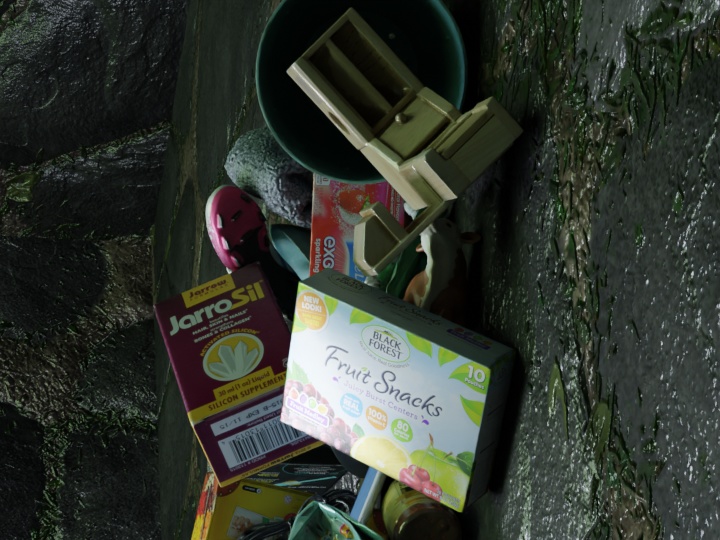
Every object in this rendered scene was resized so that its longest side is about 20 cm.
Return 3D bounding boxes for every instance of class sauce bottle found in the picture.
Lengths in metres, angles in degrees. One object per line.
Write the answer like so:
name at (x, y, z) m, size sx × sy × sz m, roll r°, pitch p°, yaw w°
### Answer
sauce bottle at (0.049, 0.223, 1.572) m, size 0.200 × 0.065 × 0.067 m, roll -132°, pitch 46°, yaw -78°

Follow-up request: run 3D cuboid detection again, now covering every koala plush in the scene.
koala plush at (-0.033, -0.153, 1.853) m, size 0.201 × 0.183 × 0.177 m, roll -59°, pitch 35°, yaw 9°

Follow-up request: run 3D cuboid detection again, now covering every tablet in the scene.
tablet at (0.022, 0.186, 1.649) m, size 0.130 × 0.014 × 0.202 m, roll 115°, pitch 178°, yaw -62°

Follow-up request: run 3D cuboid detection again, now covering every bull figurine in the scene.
bull figurine at (0.060, 0.051, 1.535) m, size 0.122 × 0.064 × 0.202 m, roll -51°, pitch -29°, yaw -50°

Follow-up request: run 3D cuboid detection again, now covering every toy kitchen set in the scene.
toy kitchen set at (0.006, -0.116, 1.447) m, size 0.163 × 0.181 × 0.200 m, roll -44°, pitch 6°, yaw -7°

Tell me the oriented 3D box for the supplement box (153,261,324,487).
supplement box at (-0.124, 0.105, 1.757) m, size 0.201 × 0.130 × 0.104 m, roll -118°, pitch 6°, yaw -50°

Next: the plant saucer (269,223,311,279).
plant saucer at (-0.032, 0.024, 1.878) m, size 0.201 × 0.036 × 0.200 m, roll 53°, pitch 169°, yaw 14°

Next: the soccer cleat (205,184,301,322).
soccer cleat at (-0.129, -0.017, 1.860) m, size 0.086 × 0.070 × 0.201 m, roll 19°, pitch 149°, yaw 46°

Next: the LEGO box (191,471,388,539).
LEGO box at (-0.079, 0.307, 1.776) m, size 0.077 × 0.198 × 0.151 m, roll 158°, pitch 126°, yaw -75°

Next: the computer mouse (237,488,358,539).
computer mouse at (-0.030, 0.334, 1.703) m, size 0.053 × 0.137 × 0.202 m, roll 63°, pitch -178°, yaw -72°

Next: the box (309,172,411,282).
box at (0.000, 0.000, 1.725) m, size 0.095 × 0.098 × 0.203 m, roll 17°, pitch -104°, yaw -84°

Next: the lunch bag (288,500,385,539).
lunch bag at (0.005, 0.321, 1.492) m, size 0.171 × 0.121 × 0.201 m, roll 56°, pitch -167°, yaw -38°

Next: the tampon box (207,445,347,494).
tampon box at (-0.103, 0.198, 2.064) m, size 0.200 × 0.148 × 0.128 m, roll 126°, pitch 145°, yaw -67°

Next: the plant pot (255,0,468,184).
plant pot at (0.001, -0.192, 1.633) m, size 0.161 × 0.198 × 0.203 m, roll -93°, pitch 8°, yaw -82°

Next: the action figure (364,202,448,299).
action figure at (0.025, 0.022, 1.588) m, size 0.119 × 0.054 × 0.201 m, roll 91°, pitch -160°, yaw -45°

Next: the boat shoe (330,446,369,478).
boat shoe at (-0.018, 0.122, 1.817) m, size 0.065 × 0.073 × 0.202 m, roll -132°, pitch 26°, yaw -82°

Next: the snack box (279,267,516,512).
snack box at (0.029, 0.101, 1.456) m, size 0.053 × 0.198 × 0.144 m, roll -25°, pitch -49°, yaw -52°
